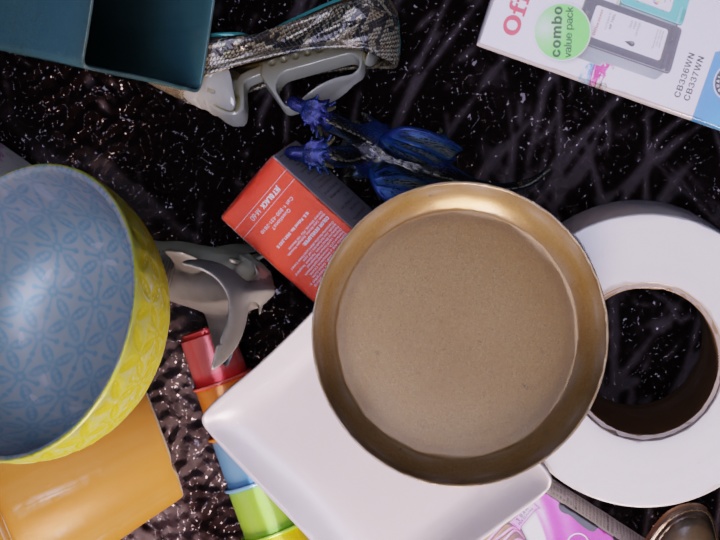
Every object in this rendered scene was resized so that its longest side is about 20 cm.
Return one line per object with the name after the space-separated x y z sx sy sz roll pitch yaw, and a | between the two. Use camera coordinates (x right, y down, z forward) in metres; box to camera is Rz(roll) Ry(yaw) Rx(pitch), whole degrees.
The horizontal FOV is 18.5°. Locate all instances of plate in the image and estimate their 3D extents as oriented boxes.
0.012 0.120 1.552 0.200 0.032 0.200 46 126 -1 | plate

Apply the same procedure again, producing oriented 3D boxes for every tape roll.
0.197 0.055 1.561 0.201 0.139 0.205 0 96 5 | tape roll

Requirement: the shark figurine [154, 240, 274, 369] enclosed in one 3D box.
-0.096 0.027 1.572 0.127 0.214 0.090 0 98 -26 | shark figurine

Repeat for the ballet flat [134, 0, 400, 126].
-0.066 -0.145 1.596 0.198 0.068 0.076 -13 73 5 | ballet flat

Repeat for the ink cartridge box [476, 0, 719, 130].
0.196 -0.193 1.529 0.199 0.146 0.148 19 98 3 | ink cartridge box

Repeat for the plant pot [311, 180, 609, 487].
0.065 0.042 1.470 0.198 0.027 0.202 0 86 -5 | plant pot

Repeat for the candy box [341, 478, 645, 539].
0.095 0.207 1.632 0.199 0.061 0.137 32 100 1 | candy box

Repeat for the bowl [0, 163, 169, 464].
-0.197 0.038 1.496 0.199 0.107 0.202 -10 72 31 | bowl

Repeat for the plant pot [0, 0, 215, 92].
-0.220 -0.215 1.552 0.199 0.141 0.143 11 93 30 | plant pot

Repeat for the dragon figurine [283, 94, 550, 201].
0.037 -0.075 1.580 0.199 0.099 0.059 19 98 -3 | dragon figurine

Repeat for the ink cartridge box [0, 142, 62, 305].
-0.299 -0.066 1.606 0.199 0.117 0.068 35 101 0 | ink cartridge box

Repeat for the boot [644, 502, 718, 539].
0.236 0.268 1.576 0.074 0.097 0.201 -6 123 -13 | boot

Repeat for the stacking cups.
-0.080 0.137 1.640 0.060 0.061 0.201 -18 95 7 | stacking cups

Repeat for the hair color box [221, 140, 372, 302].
0.000 0.000 1.590 0.200 0.111 0.064 41 101 0 | hair color box

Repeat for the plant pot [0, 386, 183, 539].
-0.234 0.139 1.600 0.182 0.200 0.202 -22 95 -7 | plant pot
